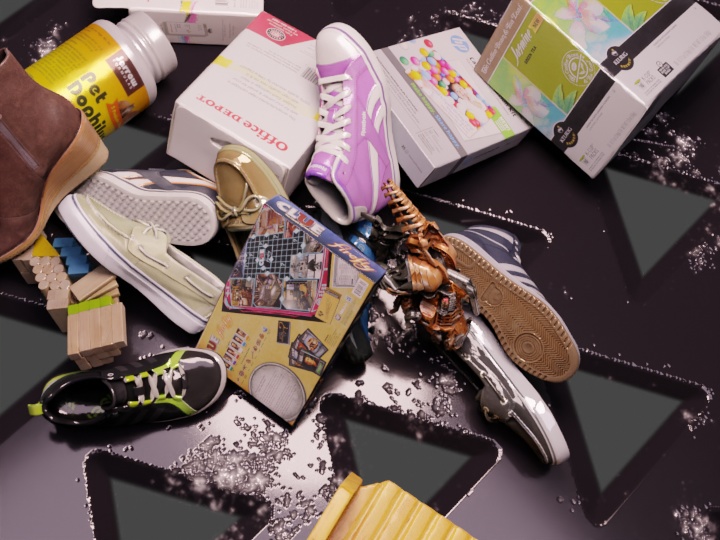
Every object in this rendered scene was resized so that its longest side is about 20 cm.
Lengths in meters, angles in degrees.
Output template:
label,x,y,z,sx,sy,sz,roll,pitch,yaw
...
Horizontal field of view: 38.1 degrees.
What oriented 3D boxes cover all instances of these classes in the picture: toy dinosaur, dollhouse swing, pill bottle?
label,x,y,z,sx,sy,sz,roll,pitch,yaw
toy dinosaur,0.057,-0.007,1.049,0.134,0.203,0.102,11,26,34
dollhouse swing,0.039,0.293,0.972,0.198,0.176,0.183,32,69,8
pill bottle,-0.304,-0.202,1.160,0.199,0.110,0.109,-41,78,-18

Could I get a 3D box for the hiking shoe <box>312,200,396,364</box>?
label,x,y,z,sx,sy,sz,roll,pitch,yaw
hiking shoe,0.000,0.000,1.132,0.085,0.075,0.203,-8,70,-6

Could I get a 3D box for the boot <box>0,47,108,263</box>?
label,x,y,z,sx,sy,sz,roll,pitch,yaw
boot,-0.368,-0.109,1.041,0.200,0.166,0.073,-42,48,2

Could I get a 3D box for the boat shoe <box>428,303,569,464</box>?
label,x,y,z,sx,sy,sz,roll,pitch,yaw
boat shoe,0.145,0.128,1.109,0.056,0.069,0.201,-32,70,-8

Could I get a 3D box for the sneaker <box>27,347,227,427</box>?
label,x,y,z,sx,sy,sz,roll,pitch,yaw
sneaker,-0.230,0.128,1.047,0.196,0.083,0.073,-12,93,-6

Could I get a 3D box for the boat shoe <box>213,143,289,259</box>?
label,x,y,z,sx,sy,sz,roll,pitch,yaw
boat shoe,-0.108,-0.031,1.084,0.072,0.203,0.063,2,30,35

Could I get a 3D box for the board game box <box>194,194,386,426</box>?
label,x,y,z,sx,sy,sz,roll,pitch,yaw
board game box,-0.076,0.043,1.054,0.135,0.201,0.035,35,31,7

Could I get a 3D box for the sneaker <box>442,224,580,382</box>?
label,x,y,z,sx,sy,sz,roll,pitch,yaw
sneaker,0.167,0.027,1.121,0.200,0.070,0.108,45,27,9

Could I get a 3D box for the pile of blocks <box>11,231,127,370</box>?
label,x,y,z,sx,sy,sz,roll,pitch,yaw
pile of blocks,-0.293,0.026,1.090,0.081,0.062,0.200,-33,59,-13

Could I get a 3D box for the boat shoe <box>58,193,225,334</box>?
label,x,y,z,sx,sy,sz,roll,pitch,yaw
boat shoe,-0.222,-0.018,1.083,0.062,0.072,0.200,-44,112,8

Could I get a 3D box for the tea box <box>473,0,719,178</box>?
label,x,y,z,sx,sy,sz,roll,pitch,yaw
tea box,0.275,-0.256,1.207,0.196,0.134,0.200,42,56,10

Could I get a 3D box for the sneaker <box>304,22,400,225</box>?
label,x,y,z,sx,sy,sz,roll,pitch,yaw
sneaker,-0.020,-0.147,1.076,0.114,0.072,0.204,-34,112,-47

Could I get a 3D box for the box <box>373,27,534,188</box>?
label,x,y,z,sx,sy,sz,roll,pitch,yaw
box,0.090,-0.190,1.186,0.199,0.041,0.157,-24,75,-44

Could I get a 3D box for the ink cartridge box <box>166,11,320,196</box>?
label,x,y,z,sx,sy,sz,roll,pitch,yaw
ink cartridge box,-0.103,-0.177,1.155,0.144,0.084,0.201,30,49,5

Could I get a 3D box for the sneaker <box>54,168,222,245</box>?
label,x,y,z,sx,sy,sz,roll,pitch,yaw
sneaker,-0.236,-0.072,1.139,0.197,0.080,0.080,11,24,12

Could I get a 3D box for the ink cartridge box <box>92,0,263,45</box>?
label,x,y,z,sx,sy,sz,roll,pitch,yaw
ink cartridge box,-0.214,-0.339,1.245,0.196,0.068,0.118,2,68,-7
